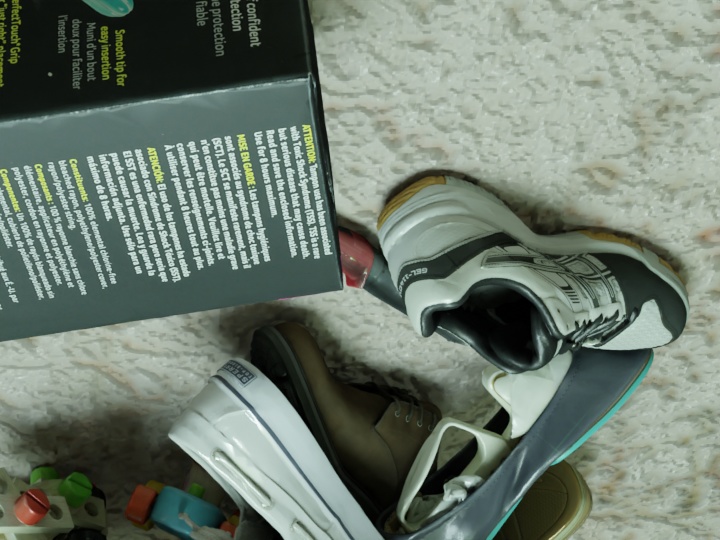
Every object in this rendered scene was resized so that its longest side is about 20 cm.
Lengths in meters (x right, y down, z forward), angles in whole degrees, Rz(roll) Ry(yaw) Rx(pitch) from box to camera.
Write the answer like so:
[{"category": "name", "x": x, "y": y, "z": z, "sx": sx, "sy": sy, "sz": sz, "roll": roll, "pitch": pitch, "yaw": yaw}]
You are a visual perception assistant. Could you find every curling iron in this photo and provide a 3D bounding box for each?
[{"category": "curling iron", "x": 0.000, "y": 0.000, "z": 0.848, "sx": 0.026, "sy": 0.050, "sz": 0.200, "roll": -43, "pitch": 138, "yaw": 9}]

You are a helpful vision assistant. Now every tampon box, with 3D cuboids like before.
[{"category": "tampon box", "x": -0.116, "y": -0.070, "z": 0.654, "sx": 0.199, "sy": 0.150, "sz": 0.126, "roll": -8, "pitch": 141, "yaw": 0}]

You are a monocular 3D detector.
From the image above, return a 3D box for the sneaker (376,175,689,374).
[{"category": "sneaker", "x": 0.095, "y": 0.023, "z": 0.859, "sx": 0.200, "sy": 0.088, "sz": 0.076, "roll": 16, "pitch": 134, "yaw": -29}]

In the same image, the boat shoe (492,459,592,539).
[{"category": "boat shoe", "x": 0.080, "y": 0.182, "z": 1.077, "sx": 0.200, "sy": 0.074, "sz": 0.066, "roll": -35, "pitch": 147, "yaw": 32}]

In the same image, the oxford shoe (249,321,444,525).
[{"category": "oxford shoe", "x": -0.001, "y": 0.088, "z": 0.952, "sx": 0.084, "sy": 0.073, "sz": 0.200, "roll": -39, "pitch": 133, "yaw": -8}]

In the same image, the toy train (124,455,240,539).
[{"category": "toy train", "x": -0.049, "y": 0.168, "z": 1.005, "sx": 0.150, "sy": 0.056, "sz": 0.200, "roll": 9, "pitch": 158, "yaw": 43}]

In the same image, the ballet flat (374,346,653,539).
[{"category": "ballet flat", "x": 0.082, "y": 0.096, "z": 0.929, "sx": 0.200, "sy": 0.073, "sz": 0.073, "roll": -48, "pitch": 134, "yaw": 1}]

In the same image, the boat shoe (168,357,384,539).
[{"category": "boat shoe", "x": -0.038, "y": 0.139, "z": 0.892, "sx": 0.066, "sy": 0.072, "sz": 0.200, "roll": -42, "pitch": 127, "yaw": -18}]

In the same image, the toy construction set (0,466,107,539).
[{"category": "toy construction set", "x": -0.230, "y": 0.164, "z": 0.985, "sx": 0.131, "sy": 0.092, "sz": 0.200, "roll": 26, "pitch": 141, "yaw": -35}]
